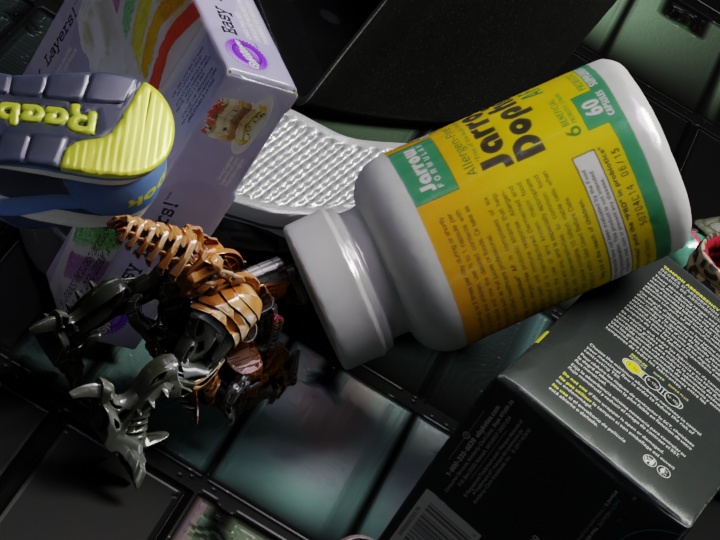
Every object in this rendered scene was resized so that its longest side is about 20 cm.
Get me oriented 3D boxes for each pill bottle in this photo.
[{"bbox_3d":[0.065,-0.025,1.437,0.199,0.113,0.113,-24,50,-3],"label":"pill bottle"}]

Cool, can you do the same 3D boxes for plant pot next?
[{"bbox_3d":[0.057,-0.211,1.809,0.177,0.200,0.200,21,33,-34],"label":"plant pot"}]

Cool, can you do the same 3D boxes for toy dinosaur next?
[{"bbox_3d":[-0.097,0.024,1.408,0.200,0.135,0.102,59,-5,-38],"label":"toy dinosaur"}]

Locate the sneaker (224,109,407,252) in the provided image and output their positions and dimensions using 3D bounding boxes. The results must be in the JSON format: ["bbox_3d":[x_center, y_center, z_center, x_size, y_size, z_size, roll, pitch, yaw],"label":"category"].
[{"bbox_3d":[-0.021,-0.038,1.533,0.199,0.080,0.079,12,58,-1],"label":"sneaker"}]

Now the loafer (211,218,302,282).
[{"bbox_3d":[0.000,0.000,1.599,0.199,0.072,0.063,19,52,-5],"label":"loafer"}]

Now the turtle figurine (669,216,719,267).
[{"bbox_3d":[0.241,0.012,1.739,0.199,0.101,0.150,9,38,-38],"label":"turtle figurine"}]

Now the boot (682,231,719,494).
[{"bbox_3d":[0.242,0.061,1.618,0.199,0.151,0.073,17,35,-20],"label":"boot"}]

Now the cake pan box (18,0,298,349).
[{"bbox_3d":[-0.124,-0.085,1.479,0.052,0.200,0.185,14,36,-32],"label":"cake pan box"}]

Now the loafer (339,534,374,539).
[{"bbox_3d":[-0.049,0.187,1.303,0.072,0.063,0.200,36,34,9],"label":"loafer"}]

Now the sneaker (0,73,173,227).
[{"bbox_3d":[-0.193,-0.061,1.360,0.199,0.082,0.074,11,63,4],"label":"sneaker"}]

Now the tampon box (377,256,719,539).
[{"bbox_3d":[0.128,0.103,1.473,0.126,0.150,0.200,39,34,8],"label":"tampon box"}]
